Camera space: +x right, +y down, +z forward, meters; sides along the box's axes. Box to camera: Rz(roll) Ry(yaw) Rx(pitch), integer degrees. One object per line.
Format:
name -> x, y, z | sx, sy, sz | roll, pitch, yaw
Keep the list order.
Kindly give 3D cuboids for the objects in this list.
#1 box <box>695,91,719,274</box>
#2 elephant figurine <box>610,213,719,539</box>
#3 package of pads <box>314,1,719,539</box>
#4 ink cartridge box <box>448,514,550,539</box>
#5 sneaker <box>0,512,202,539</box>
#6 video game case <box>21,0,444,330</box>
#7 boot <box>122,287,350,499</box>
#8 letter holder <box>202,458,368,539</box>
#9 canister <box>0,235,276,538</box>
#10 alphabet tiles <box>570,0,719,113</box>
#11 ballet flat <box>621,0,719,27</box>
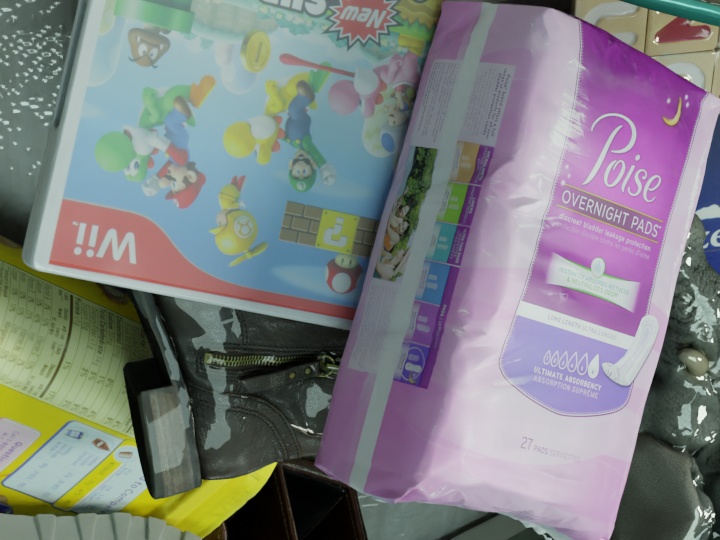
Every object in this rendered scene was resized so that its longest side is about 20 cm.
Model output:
box -> 0.136, -0.035, 0.886 | 0.121, 0.032, 0.200 | -9, 134, -7
elephant figurine -> 0.153, 0.073, 0.879 | 0.200, 0.142, 0.155 | 41, 93, -3
package of pads -> 0.066, 0.003, 0.743 | 0.120, 0.076, 0.200 | 18, 86, -41
ink cartridge box -> 0.128, 0.199, 1.072 | 0.200, 0.084, 0.146 | -28, 134, 12
sneaker -> -0.139, 0.155, 0.855 | 0.200, 0.076, 0.081 | 17, 147, -16
video game case -> -0.040, -0.086, 0.719 | 0.143, 0.017, 0.200 | 12, 94, -26
boot -> -0.015, 0.004, 0.789 | 0.174, 0.069, 0.200 | -9, 112, -13
letter holder -> -0.086, 0.207, 0.978 | 0.101, 0.142, 0.200 | 21, 125, -31
canister -> -0.155, 0.059, 0.852 | 0.200, 0.087, 0.149 | 27, 128, -33
alphabet tiles -> 0.138, -0.150, 0.771 | 0.167, 0.008, 0.200 | -7, 125, -10
ballet flat -> 0.189, -0.119, 0.771 | 0.200, 0.074, 0.074 | 15, 128, -25
